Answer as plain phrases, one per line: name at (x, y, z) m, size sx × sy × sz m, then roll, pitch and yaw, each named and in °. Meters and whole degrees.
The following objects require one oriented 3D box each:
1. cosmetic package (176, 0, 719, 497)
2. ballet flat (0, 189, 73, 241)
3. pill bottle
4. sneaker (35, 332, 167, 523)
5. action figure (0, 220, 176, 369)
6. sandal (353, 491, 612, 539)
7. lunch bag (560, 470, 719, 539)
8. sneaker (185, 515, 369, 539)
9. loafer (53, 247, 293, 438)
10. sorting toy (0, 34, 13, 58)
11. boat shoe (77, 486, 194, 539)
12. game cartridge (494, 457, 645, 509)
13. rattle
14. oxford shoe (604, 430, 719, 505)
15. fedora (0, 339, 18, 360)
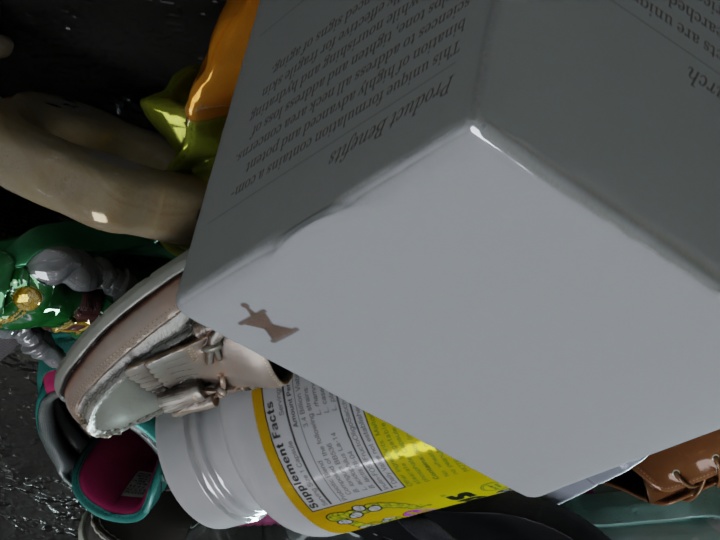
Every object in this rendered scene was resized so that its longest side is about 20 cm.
cosmetic package at (0.064, -0.059, 0.708) m, size 0.166 × 0.201 × 0.167 m, roll 30°, pitch 146°, yaw -25°
ballet flat at (-0.158, -0.010, 0.927) m, size 0.067 × 0.047 × 0.200 m, roll 22°, pitch 180°, yaw 24°
pill bottle at (0.012, 0.054, 0.878) m, size 0.199 × 0.105 × 0.104 m, roll -18°, pitch 138°, yaw 29°
sneaker at (-0.094, 0.081, 1.064) m, size 0.083 × 0.121 × 0.200 m, roll -14°, pitch 140°, yaw 42°
action figure at (-0.112, 0.015, 0.904) m, size 0.118 × 0.055 × 0.200 m, roll -31°, pitch 155°, yaw 32°
sandal at (0.038, 0.134, 1.006) m, size 0.199 × 0.043 × 0.076 m, roll 18°, pitch 142°, yaw 15°
lunch bag at (0.152, 0.161, 1.107) m, size 0.199 × 0.077 × 0.161 m, roll -5°, pitch 153°, yaw 1°
sneaker at (-0.033, 0.144, 1.129) m, size 0.086 × 0.081 × 0.200 m, roll 1°, pitch 180°, yaw 37°
loafer at (-0.034, 0.014, 0.819) m, size 0.200 × 0.063 × 0.072 m, roll -36°, pitch 157°, yaw 11°
sorting toy at (-0.268, -0.140, 0.862) m, size 0.184 × 0.037 × 0.200 m, roll -2°, pitch 146°, yaw 24°
boat shoe at (-0.068, 0.158, 1.234) m, size 0.200 × 0.072 × 0.061 m, roll 9°, pitch 150°, yaw -8°
game cartridge at (0.038, 0.072, 1.000) m, size 0.133 × 0.041 × 0.200 m, roll 41°, pitch 142°, yaw -9°
rattle at (-0.116, -0.092, 0.877) m, size 0.130 × 0.143 × 0.200 m, roll -9°, pitch -154°, yaw -32°
oxford shoe at (0.173, 0.087, 1.026) m, size 0.199 × 0.071 × 0.071 m, roll 0°, pitch 145°, yaw 19°
fedora at (-0.224, -0.008, 0.970) m, size 0.090 × 0.177 × 0.200 m, roll -28°, pitch 134°, yaw 8°
